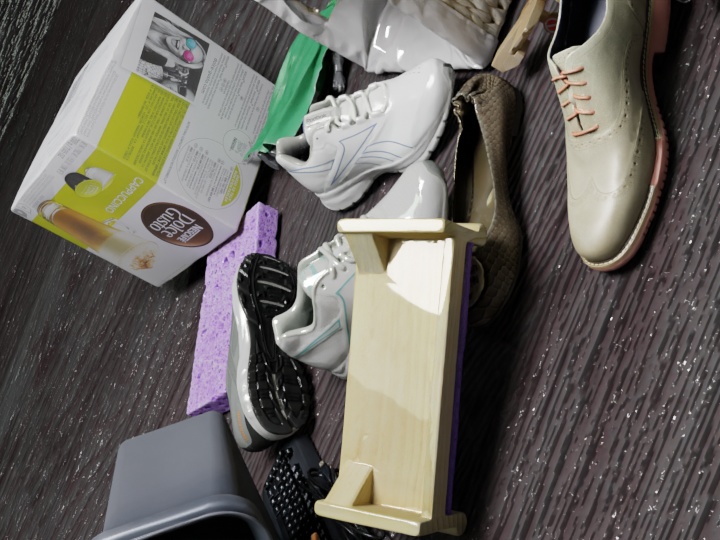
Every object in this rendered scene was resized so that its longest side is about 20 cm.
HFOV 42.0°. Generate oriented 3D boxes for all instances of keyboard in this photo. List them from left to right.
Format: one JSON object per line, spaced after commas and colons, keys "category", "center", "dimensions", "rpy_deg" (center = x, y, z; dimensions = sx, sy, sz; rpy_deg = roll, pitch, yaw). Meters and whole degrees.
{"category": "keyboard", "center": [-0.040, 0.197, 0.717], "dimensions": [0.105, 0.039, 0.200], "rpy_deg": [-60, 33, 15]}

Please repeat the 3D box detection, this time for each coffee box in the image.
{"category": "coffee box", "center": [-0.234, -0.135, 1.051], "dimensions": [0.199, 0.197, 0.202], "rpy_deg": [-28, 40, 48]}

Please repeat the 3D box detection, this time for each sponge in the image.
{"category": "sponge", "center": [-0.129, 0.042, 0.962], "dimensions": [0.111, 0.030, 0.202], "rpy_deg": [-32, 45, 44]}

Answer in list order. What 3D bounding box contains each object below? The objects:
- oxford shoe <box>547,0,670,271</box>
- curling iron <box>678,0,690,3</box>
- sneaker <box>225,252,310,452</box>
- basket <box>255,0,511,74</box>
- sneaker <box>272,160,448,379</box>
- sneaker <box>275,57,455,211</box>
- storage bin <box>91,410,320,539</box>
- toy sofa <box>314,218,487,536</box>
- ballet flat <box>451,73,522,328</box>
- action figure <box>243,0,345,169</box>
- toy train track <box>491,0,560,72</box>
{"category": "oxford shoe", "center": [0.141, -0.102, 0.577], "dimensions": [0.070, 0.073, 0.203], "rpy_deg": [-13, 70, 54]}
{"category": "curling iron", "center": [0.193, -0.250, 0.608], "dimensions": [0.050, 0.025, 0.202], "rpy_deg": [118, 152, -55]}
{"category": "sneaker", "center": [-0.093, 0.069, 0.851], "dimensions": [0.079, 0.073, 0.202], "rpy_deg": [-48, 35, 43]}
{"category": "basket", "center": [0.014, -0.278, 0.779], "dimensions": [0.199, 0.197, 0.162], "rpy_deg": [20, 86, 59]}
{"category": "sneaker", "center": [0.000, 0.000, 0.725], "dimensions": [0.201, 0.080, 0.071], "rpy_deg": [-59, 30, 24]}
{"category": "sneaker", "center": [0.002, -0.119, 0.804], "dimensions": [0.199, 0.087, 0.075], "rpy_deg": [-34, 42, 41]}
{"category": "storage bin", "center": [-0.097, 0.200, 0.653], "dimensions": [0.144, 0.202, 0.135], "rpy_deg": [-19, 32, -1]}
{"category": "toy sofa", "center": [0.036, 0.067, 0.622], "dimensions": [0.082, 0.097, 0.203], "rpy_deg": [2, 84, 33]}
{"category": "ballet flat", "center": [0.084, -0.057, 0.675], "dimensions": [0.067, 0.046, 0.202], "rpy_deg": [-23, 53, 51]}
{"category": "action figure", "center": [-0.051, -0.203, 0.970], "dimensions": [0.118, 0.054, 0.202], "rpy_deg": [4, 68, 59]}
{"category": "toy train track", "center": [0.151, -0.208, 0.632], "dimensions": [0.200, 0.032, 0.115], "rpy_deg": [-56, 6, 48]}
